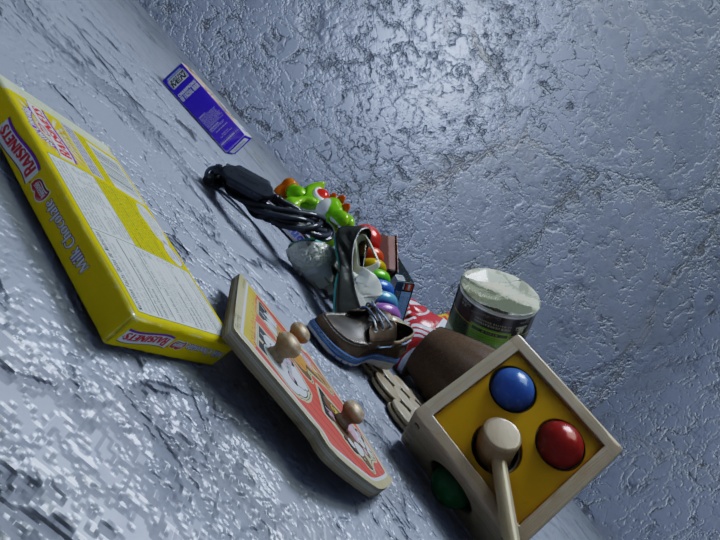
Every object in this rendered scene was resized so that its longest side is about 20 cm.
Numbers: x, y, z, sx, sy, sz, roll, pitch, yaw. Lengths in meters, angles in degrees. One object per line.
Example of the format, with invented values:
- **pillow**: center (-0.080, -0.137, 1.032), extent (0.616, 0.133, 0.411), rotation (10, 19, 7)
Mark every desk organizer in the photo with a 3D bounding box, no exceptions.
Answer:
- **desk organizer**: center (0.000, 0.000, 1.051), extent (0.200, 0.077, 0.072), rotation (131, -37, -63)

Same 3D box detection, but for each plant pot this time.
- **plant pot**: center (0.177, 0.189, 0.913), extent (0.200, 0.187, 0.187), rotation (42, 1, 24)

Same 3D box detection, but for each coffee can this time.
- **coffee can**: center (0.226, 0.118, 1.034), extent (0.145, 0.201, 0.147), rotation (9, 31, -5)

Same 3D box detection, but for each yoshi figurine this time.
- **yoshi figurine**: center (-0.099, -0.108, 1.134), extent (0.200, 0.112, 0.113), rotation (30, -51, 41)

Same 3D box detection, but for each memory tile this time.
- **memory tile**: center (0.070, 0.197, 0.798), extent (0.200, 0.017, 0.153), rotation (45, 6, -43)

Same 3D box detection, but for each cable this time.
- **cable**: center (-0.130, -0.087, 0.816), extent (0.199, 0.051, 0.163), rotation (26, -8, -1)

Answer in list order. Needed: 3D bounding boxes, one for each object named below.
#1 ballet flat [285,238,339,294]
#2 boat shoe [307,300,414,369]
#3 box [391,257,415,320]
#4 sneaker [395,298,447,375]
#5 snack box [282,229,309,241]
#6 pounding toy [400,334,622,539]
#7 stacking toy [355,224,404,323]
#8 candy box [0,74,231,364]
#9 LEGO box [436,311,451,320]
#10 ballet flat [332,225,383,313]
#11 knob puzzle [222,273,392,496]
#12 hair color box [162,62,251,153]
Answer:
- **ballet flat**: center (-0.057, 0.002, 0.909), extent (0.072, 0.072, 0.200), rotation (50, 4, 19)
- **boat shoe**: center (0.007, 0.075, 0.722), extent (0.072, 0.072, 0.200), rotation (49, 12, 27)
- **box**: center (0.044, 0.037, 1.093), extent (0.037, 0.137, 0.200), rotation (7, 25, -16)
- **sneaker**: center (0.090, 0.122, 1.086), extent (0.112, 0.071, 0.200), rotation (36, 31, 15)
- **snack box**: center (-0.140, -0.086, 1.113), extent (0.200, 0.024, 0.072), rotation (48, 2, -23)
- **pounding toy**: center (0.149, 0.197, 0.579), extent (0.184, 0.199, 0.142), rotation (50, -24, 22)
- **stacking toy**: center (0.014, 0.013, 0.893), extent (0.085, 0.085, 0.201), rotation (43, 33, -56)
- **candy box**: center (-0.158, -0.030, 0.350), extent (0.200, 0.026, 0.102), rotation (51, 5, 23)
- **LEGO box**: center (0.189, 0.190, 1.174), extent (0.148, 0.077, 0.200), rotation (-10, 47, -35)
- **ballet flat**: center (-0.005, 0.007, 0.821), extent (0.068, 0.068, 0.201), rotation (63, 19, -50)
- **knob puzzle**: center (-0.030, 0.092, 0.441), extent (0.220, 0.030, 0.220), rotation (52, -3, 3)
- **hair color box**: center (-0.338, -0.357, 1.255), extent (0.200, 0.065, 0.109), rotation (47, 5, -9)
